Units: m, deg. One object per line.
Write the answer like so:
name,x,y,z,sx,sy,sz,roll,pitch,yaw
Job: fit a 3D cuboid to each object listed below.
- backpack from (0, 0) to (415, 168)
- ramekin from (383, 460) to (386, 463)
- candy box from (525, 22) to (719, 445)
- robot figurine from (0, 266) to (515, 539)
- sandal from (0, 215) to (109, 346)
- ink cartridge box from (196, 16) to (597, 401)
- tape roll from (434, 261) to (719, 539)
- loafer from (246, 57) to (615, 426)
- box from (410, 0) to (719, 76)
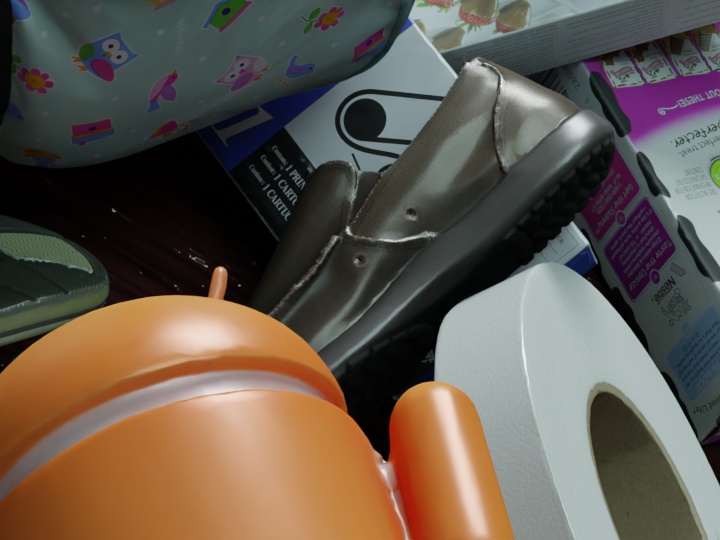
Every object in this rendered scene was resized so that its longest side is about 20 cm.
backpack,-0.079,-0.117,0.791,0.199,0.167,0.127,-19,74,-21
ramekin,-0.044,0.137,0.697,0.199,0.105,0.201,15,50,-19
candy box,0.161,-0.034,0.971,0.136,0.061,0.201,-10,60,-33
robot figurine,-0.037,0.090,0.580,0.116,0.144,0.201,8,45,-42
sandal,-0.176,0.038,0.737,0.200,0.058,0.080,-27,41,-23
ink cartridge box,-0.006,-0.055,0.870,0.094,0.044,0.200,-38,76,2
tape roll,0.090,0.095,0.776,0.203,0.037,0.203,52,22,-32
loafer,0.000,0.000,0.807,0.200,0.073,0.071,-41,72,-8
box,0.070,-0.107,0.927,0.199,0.041,0.039,-16,66,0
